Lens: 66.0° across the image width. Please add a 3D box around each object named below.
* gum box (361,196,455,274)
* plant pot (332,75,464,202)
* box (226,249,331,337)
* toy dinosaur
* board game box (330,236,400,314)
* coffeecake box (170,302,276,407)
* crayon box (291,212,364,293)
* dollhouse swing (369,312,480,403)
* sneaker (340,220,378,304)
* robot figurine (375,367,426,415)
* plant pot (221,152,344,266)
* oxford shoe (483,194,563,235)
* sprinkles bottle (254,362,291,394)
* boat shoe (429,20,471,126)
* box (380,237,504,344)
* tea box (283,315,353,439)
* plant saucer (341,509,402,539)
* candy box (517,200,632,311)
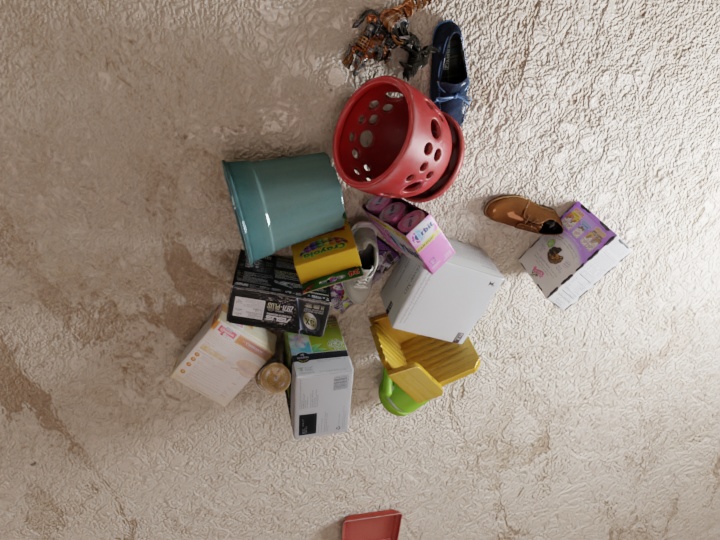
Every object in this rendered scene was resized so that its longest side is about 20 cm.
[{"bbox_3d":[0.091,-0.086,1.129,0.066,0.200,0.114,-43,125,-4],"label":"gum box"},{"bbox_3d":[0.076,-0.229,1.017,0.182,0.201,0.201,9,124,-46],"label":"plant pot"},{"bbox_3d":[-0.167,0.045,1.155,0.199,0.164,0.087,10,117,-12],"label":"box"},{"bbox_3d":[0.064,-0.409,0.969,0.199,0.102,0.136,-31,110,35],"label":"toy dinosaur"},{"bbox_3d":[-0.018,0.002,1.263,0.120,0.032,0.200,37,109,-26],"label":"board game box"},{"bbox_3d":[-0.315,0.198,1.283,0.153,0.073,0.200,36,110,-21],"label":"coffeecake box"},{"bbox_3d":[-0.073,-0.047,1.108,0.126,0.200,0.051,-17,129,-2],"label":"crayon box"},{"bbox_3d":[0.153,0.173,1.311,0.175,0.200,0.182,-36,124,13],"label":"dollhouse swing"},{"bbox_3d":[0.000,0.000,1.193,0.075,0.092,0.201,-3,123,-10],"label":"sneaker"},{"bbox_3d":[0.128,0.299,1.434,0.175,0.116,0.200,14,132,-45],"label":"robot figurine"},{"bbox_3d":[-0.143,-0.131,1.053,0.195,0.200,0.201,-16,126,-13],"label":"plant pot"},{"bbox_3d":[0.373,-0.121,1.248,0.199,0.071,0.072,8,123,-16],"label":"oxford shoe"},{"bbox_3d":[-0.206,0.250,1.286,0.068,0.200,0.069,3,79,-14],"label":"sprinkles bottle"},{"bbox_3d":[0.165,-0.355,1.039,0.084,0.069,0.201,-19,126,0],"label":"boat shoe"},{"bbox_3d":[0.181,0.039,1.271,0.199,0.131,0.200,15,118,-22],"label":"box"},{"bbox_3d":[-0.106,0.246,1.300,0.133,0.197,0.201,-4,126,-15],"label":"tea box"},{"bbox_3d":[0.032,0.871,1.855,0.198,0.037,0.201,-4,124,-12],"label":"plant saucer"},{"bbox_3d":[0.483,-0.034,1.271,0.071,0.168,0.200,32,112,-27],"label":"candy box"}]
